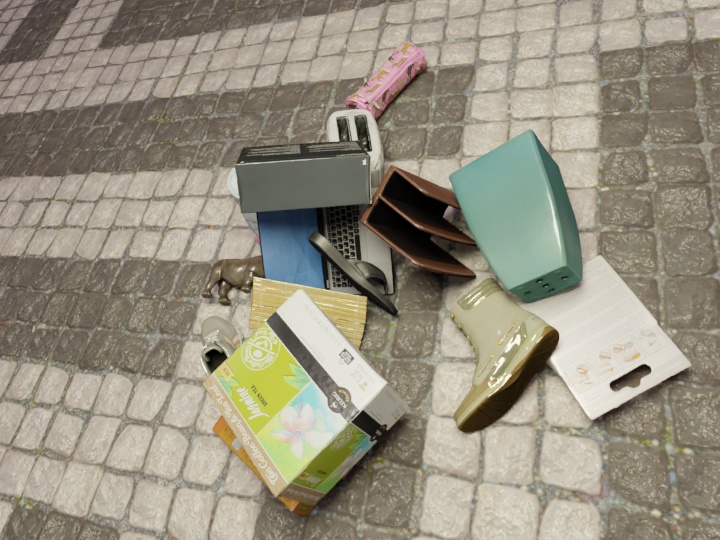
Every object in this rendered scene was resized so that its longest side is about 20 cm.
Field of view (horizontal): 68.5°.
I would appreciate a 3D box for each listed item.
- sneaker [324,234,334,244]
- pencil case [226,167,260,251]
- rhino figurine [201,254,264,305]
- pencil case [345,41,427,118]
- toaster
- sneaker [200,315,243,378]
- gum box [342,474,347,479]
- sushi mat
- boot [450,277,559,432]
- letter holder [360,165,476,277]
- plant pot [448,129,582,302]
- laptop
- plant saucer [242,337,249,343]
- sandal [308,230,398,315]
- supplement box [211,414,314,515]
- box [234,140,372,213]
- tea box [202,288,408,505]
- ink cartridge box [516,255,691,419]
[{"bbox_3d":[-0.039,-0.057,0.996,0.196,0.078,0.092,-6,95,4],"label":"sneaker"},{"bbox_3d":[-0.183,-0.111,0.994,0.090,0.201,0.084,22,63,23],"label":"pencil case"},{"bbox_3d":[-0.205,0.010,1.017,0.196,0.060,0.089,-6,57,14],"label":"rhino figurine"},{"bbox_3d":[0.057,-0.405,1.146,0.086,0.083,0.200,34,76,33],"label":"pencil case"},{"bbox_3d":[-0.011,-0.217,1.023,0.111,0.130,0.203,-4,58,-4],"label":"toaster"},{"bbox_3d":[-0.248,0.139,0.932,0.075,0.092,0.200,-37,47,-3],"label":"sneaker"},{"bbox_3d":[-0.070,0.216,0.845,0.199,0.066,0.114,33,77,31],"label":"gum box"},{"bbox_3d":[-0.089,0.073,0.890,0.196,0.012,0.097,10,102,-2],"label":"sushi mat"},{"bbox_3d":[0.182,0.125,0.801,0.201,0.072,0.155,-53,44,10],"label":"boot"},{"bbox_3d":[0.123,-0.069,0.845,0.142,0.198,0.101,43,111,33],"label":"letter holder"},{"bbox_3d":[0.245,-0.067,0.795,0.140,0.140,0.203,-26,61,29],"label":"plant pot"},{"bbox_3d":[-0.055,-0.037,0.900,0.196,0.116,0.191,-1,103,18],"label":"laptop"},{"bbox_3d":[-0.104,0.113,0.924,0.197,0.071,0.019,-24,15,5],"label":"plant saucer"},{"bbox_3d":[0.000,0.000,0.876,0.048,0.200,0.075,-48,16,-9],"label":"sandal"},{"bbox_3d":[-0.142,0.290,0.830,0.198,0.067,0.069,29,74,31],"label":"supplement box"},{"bbox_3d":[-0.089,-0.151,0.832,0.196,0.080,0.141,-5,20,-6],"label":"box"},{"bbox_3d":[-0.076,0.177,0.746,0.197,0.134,0.200,-45,58,-6],"label":"tea box"},{"bbox_3d":[0.344,0.097,0.778,0.159,0.050,0.202,-29,59,2],"label":"ink cartridge box"}]
